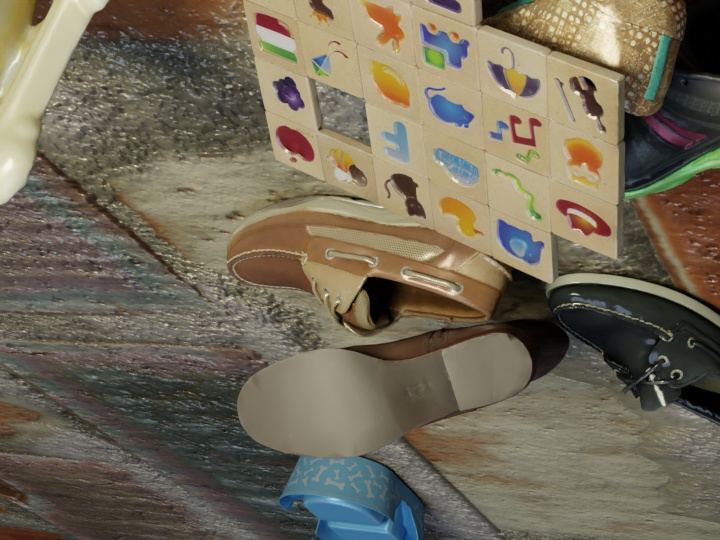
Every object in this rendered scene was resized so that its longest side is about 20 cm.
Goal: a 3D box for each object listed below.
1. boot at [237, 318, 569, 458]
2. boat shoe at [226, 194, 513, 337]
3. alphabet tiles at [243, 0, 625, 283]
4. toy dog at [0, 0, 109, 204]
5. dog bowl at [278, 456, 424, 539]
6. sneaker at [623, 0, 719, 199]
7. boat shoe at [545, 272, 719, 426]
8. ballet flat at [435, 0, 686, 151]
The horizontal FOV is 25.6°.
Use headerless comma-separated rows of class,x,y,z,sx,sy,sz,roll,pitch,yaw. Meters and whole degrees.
boot,0.035,0.066,1.003,0.186,0.064,0.200,-9,-178,12
boat shoe,0.000,0.000,0.962,0.200,0.072,0.076,-2,153,32
alphabet tiles,0.028,-0.077,0.692,0.200,0.008,0.167,25,145,29
toy dog,-0.225,-0.149,0.691,0.200,0.140,0.194,27,-170,-34
dog bowl,-0.002,0.226,1.526,0.111,0.050,0.200,3,156,23
sneaker,0.149,-0.085,0.709,0.200,0.077,0.084,-8,127,41
boat shoe,0.199,0.062,1.010,0.199,0.066,0.074,26,155,-28
ballet flat,0.061,-0.083,0.704,0.070,0.065,0.200,6,174,-32
